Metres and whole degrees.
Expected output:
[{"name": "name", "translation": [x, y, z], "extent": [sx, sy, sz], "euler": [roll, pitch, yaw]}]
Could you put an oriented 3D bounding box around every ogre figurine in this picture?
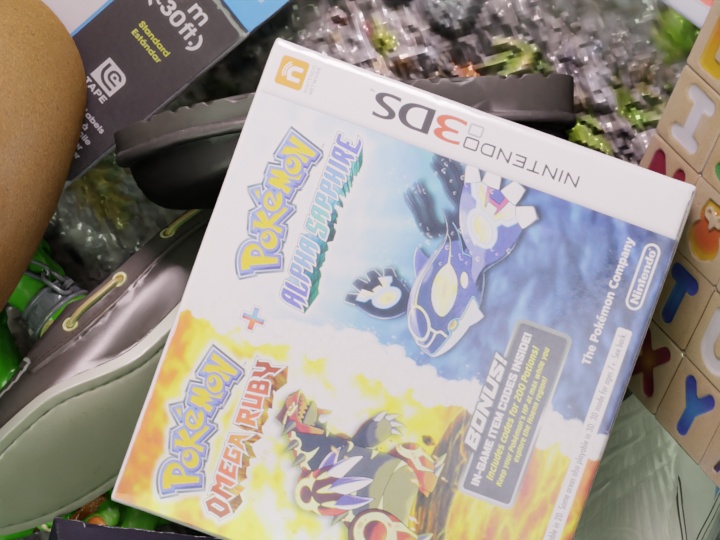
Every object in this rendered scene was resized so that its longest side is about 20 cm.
[{"name": "ogre figurine", "translation": [-0.146, 0.096, 1.228], "extent": [0.120, 0.098, 0.201], "euler": [19, 81, 21]}]

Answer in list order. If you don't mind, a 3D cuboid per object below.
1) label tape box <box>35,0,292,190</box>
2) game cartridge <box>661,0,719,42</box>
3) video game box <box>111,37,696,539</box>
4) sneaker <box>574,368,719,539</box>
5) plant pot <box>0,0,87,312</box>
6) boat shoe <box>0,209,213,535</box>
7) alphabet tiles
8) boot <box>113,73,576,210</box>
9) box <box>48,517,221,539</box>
[{"name": "label tape box", "translation": [-0.107, -0.148, 1.128], "extent": [0.200, 0.066, 0.143], "euler": [-37, 95, 30]}, {"name": "game cartridge", "translation": [0.142, -0.179, 1.038], "extent": [0.200, 0.041, 0.133], "euler": [36, 115, 3]}, {"name": "video game box", "translation": [0.018, 0.029, 1.030], "extent": [0.182, 0.047, 0.201], "euler": [19, 88, 6]}, {"name": "sneaker", "translation": [0.141, 0.060, 1.125], "extent": [0.072, 0.072, 0.201], "euler": [23, 103, 19]}, {"name": "plant pot", "translation": [-0.195, -0.049, 1.052], "extent": [0.186, 0.200, 0.187], "euler": [9, 116, 19]}, {"name": "boat shoe", "translation": [-0.110, 0.041, 1.159], "extent": [0.061, 0.201, 0.072], "euler": [45, 169, 40]}, {"name": "alphabet tiles", "translation": [0.165, -0.011, 1.016], "extent": [0.167, 0.006, 0.200], "euler": [50, 129, 41]}, {"name": "boot", "translation": [0.000, 0.000, 1.094], "extent": [0.210, 0.079, 0.158], "euler": [-3, 89, 7]}, {"name": "box", "translation": [-0.070, 0.231, 1.177], "extent": [0.181, 0.104, 0.201], "euler": [8, 118, -16]}]
